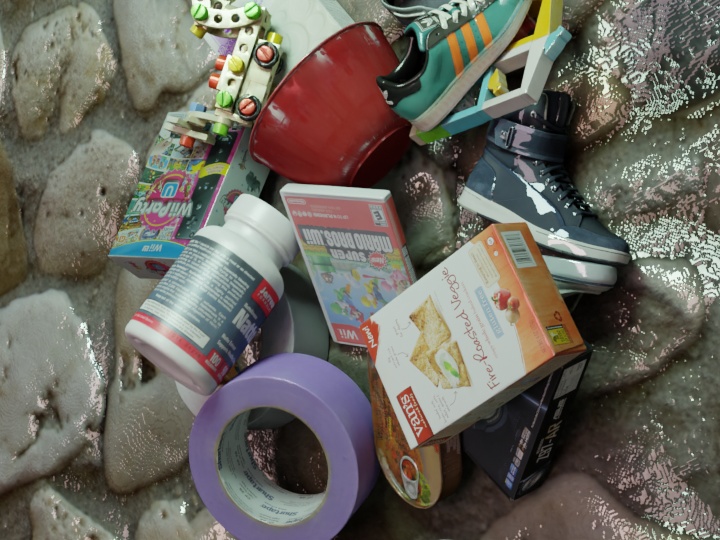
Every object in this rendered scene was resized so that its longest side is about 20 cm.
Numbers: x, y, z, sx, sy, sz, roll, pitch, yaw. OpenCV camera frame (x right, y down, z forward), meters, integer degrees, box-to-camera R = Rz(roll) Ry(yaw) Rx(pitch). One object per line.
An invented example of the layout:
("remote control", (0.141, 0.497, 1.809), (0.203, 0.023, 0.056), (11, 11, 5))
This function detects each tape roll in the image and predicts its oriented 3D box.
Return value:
("tape roll", (-0.132, 0.084, 1.684), (0.198, 0.066, 0.203), (-5, 81, 38))
("tape roll", (-0.081, 0.198, 1.571), (0.197, 0.085, 0.203), (6, 107, 18))

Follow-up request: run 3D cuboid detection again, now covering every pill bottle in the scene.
("pill bottle", (-0.152, 0.022, 1.568), (0.119, 0.120, 0.201), (24, 71, 37))

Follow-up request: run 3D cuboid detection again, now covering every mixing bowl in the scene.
("mixing bowl", (-0.012, -0.154, 1.548), (0.108, 0.200, 0.201), (46, 113, 15))

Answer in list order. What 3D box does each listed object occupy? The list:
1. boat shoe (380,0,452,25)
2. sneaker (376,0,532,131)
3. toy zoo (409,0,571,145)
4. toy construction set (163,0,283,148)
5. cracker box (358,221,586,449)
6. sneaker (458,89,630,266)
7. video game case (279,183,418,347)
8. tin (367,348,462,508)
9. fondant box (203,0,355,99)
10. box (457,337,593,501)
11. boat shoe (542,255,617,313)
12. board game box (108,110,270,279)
("boat shoe", (0.108, -0.294, 1.534), (0.198, 0.061, 0.074), (1, 84, 37))
("sneaker", (0.096, -0.239, 1.456), (0.201, 0.080, 0.071), (-52, 27, 7))
("toy zoo", (0.138, -0.209, 1.471), (0.199, 0.020, 0.133), (-17, 48, 47))
("toy construction set", (-0.158, -0.229, 1.640), (0.130, 0.092, 0.202), (18, 101, 8))
("cracker box", (0.100, 0.063, 1.351), (0.200, 0.057, 0.135), (-39, 67, 38))
("sneaker", (0.199, -0.097, 1.436), (0.201, 0.077, 0.148), (29, 102, 34))
("video game case", (0.000, 0.000, 1.543), (0.142, 0.017, 0.202), (6, 128, 38))
("tin", (0.058, 0.149, 1.497), (0.112, 0.041, 0.203), (26, 127, 52))
("fondant box", (-0.081, -0.261, 1.684), (0.145, 0.058, 0.201), (-51, 57, 23))
("box", (0.138, 0.103, 1.429), (0.160, 0.043, 0.201), (46, 141, 31))
("boat shoe", (0.167, 0.030, 1.449), (0.200, 0.074, 0.087), (2, 87, 41))
("board game box", (-0.195, -0.088, 1.707), (0.146, 0.064, 0.202), (3, 65, 39))
